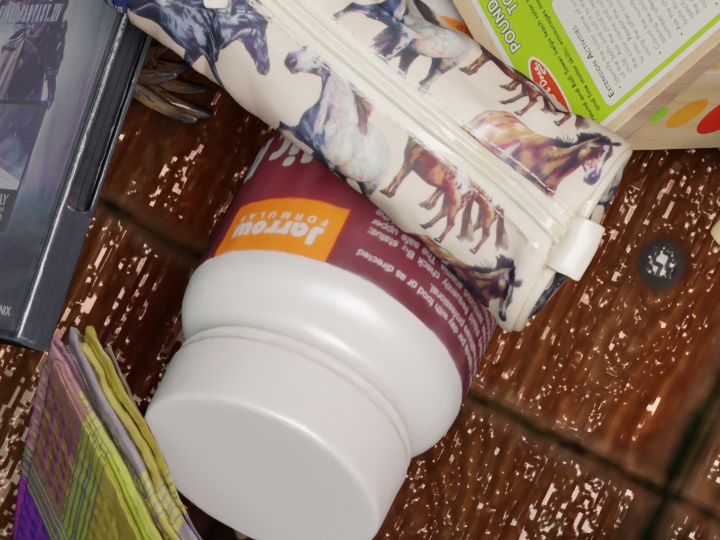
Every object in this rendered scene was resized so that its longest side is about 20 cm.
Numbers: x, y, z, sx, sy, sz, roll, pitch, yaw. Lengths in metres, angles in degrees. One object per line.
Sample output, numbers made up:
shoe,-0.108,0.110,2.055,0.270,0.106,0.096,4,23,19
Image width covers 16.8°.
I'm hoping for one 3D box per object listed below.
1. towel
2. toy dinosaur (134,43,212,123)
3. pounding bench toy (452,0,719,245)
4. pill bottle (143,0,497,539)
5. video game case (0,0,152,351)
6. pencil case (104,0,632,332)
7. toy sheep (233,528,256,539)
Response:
towel,-0.095,0.132,0.928,0.023,0.201,0.144,-15,55,-26
toy dinosaur,-0.056,-0.114,0.980,0.199,0.085,0.136,19,89,51
pounding bench toy,0.147,-0.090,0.925,0.124,0.155,0.201,-41,66,34
pill bottle,0.000,0.000,0.936,0.113,0.114,0.201,22,57,7
video game case,-0.132,-0.072,0.960,0.019,0.142,0.201,23,81,-36
pencil case,0.006,-0.065,0.856,0.200,0.089,0.078,39,102,7
toy sheep,-0.014,0.170,0.952,0.137,0.138,0.201,-27,83,2
